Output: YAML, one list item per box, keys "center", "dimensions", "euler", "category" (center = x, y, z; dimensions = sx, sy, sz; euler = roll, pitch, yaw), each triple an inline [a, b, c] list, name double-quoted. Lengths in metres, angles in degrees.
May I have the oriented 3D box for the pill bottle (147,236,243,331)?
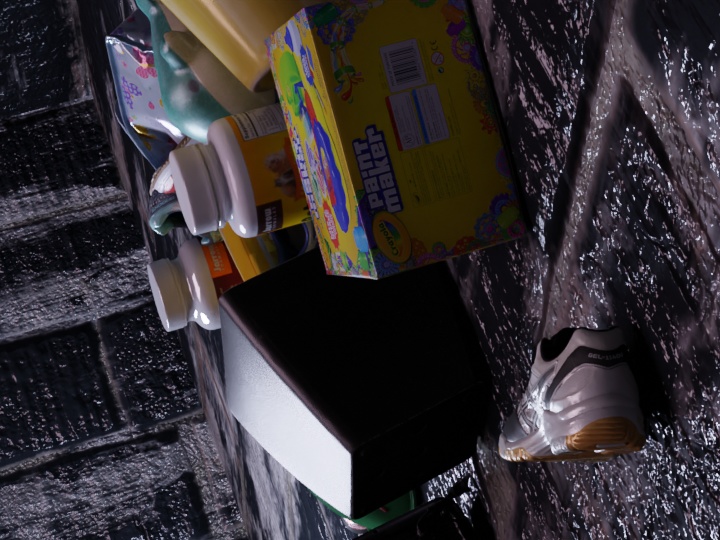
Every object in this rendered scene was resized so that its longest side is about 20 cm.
- center: [-0.148, 0.005, 2.004]
  dimensions: [0.113, 0.199, 0.114]
  euler: [163, 90, -78]
  category: "pill bottle"

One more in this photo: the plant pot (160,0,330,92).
- center: [-0.092, -0.268, 1.460]
  dimensions: [0.189, 0.200, 0.201]
  euler: [57, 167, 2]
  category: "plant pot"

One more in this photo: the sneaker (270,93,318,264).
- center: [-0.079, -0.092, 1.791]
  dimensions: [0.075, 0.088, 0.201]
  euler: [-18, 96, 36]
  category: "sneaker"

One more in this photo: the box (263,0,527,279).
- center: [0.022, -0.106, 1.281]
  dimensions: [0.193, 0.121, 0.201]
  euler: [-179, 73, -79]
  category: "box"

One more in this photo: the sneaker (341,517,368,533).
- center: [-0.023, 0.215, 2.041]
  dimensions: [0.108, 0.067, 0.202]
  euler: [103, 145, -65]
  category: "sneaker"

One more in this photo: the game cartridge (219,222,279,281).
- center: [-0.070, 0.016, 1.838]
  dimensions: [0.176, 0.032, 0.200]
  euler: [32, -163, -38]
  category: "game cartridge"

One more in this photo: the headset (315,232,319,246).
- center: [0.000, 0.000, 1.635]
  dimensions: [0.200, 0.093, 0.124]
  euler: [81, -171, -54]
  category: "headset"

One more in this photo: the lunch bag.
- center: [-0.209, -0.232, 1.989]
  dimensions: [0.127, 0.170, 0.201]
  euler: [16, 138, 23]
  category: "lunch bag"

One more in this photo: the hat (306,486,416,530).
- center: [-0.054, 0.236, 1.860]
  dimensions: [0.165, 0.175, 0.201]
  euler: [-19, 85, 62]
  category: "hat"

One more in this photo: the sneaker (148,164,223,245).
- center: [-0.154, -0.065, 1.961]
  dimensions: [0.078, 0.199, 0.087]
  euler: [77, -160, -57]
  category: "sneaker"

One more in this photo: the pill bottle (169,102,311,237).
- center: [-0.066, -0.096, 1.497]
  dimensions: [0.109, 0.199, 0.110]
  euler: [163, 90, -78]
  category: "pill bottle"

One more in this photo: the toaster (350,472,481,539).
- center: [0.054, 0.327, 1.582]
  dimensions: [0.181, 0.199, 0.119]
  euler: [61, 167, 19]
  category: "toaster"

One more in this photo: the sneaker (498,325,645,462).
- center: [0.145, 0.085, 1.135]
  dimensions: [0.200, 0.075, 0.088]
  euler: [138, 131, -73]
  category: "sneaker"

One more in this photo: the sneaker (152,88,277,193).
- center: [-0.144, -0.128, 1.892]
  dimensions: [0.112, 0.200, 0.071]
  euler: [41, -147, -11]
  category: "sneaker"

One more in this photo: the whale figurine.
- center: [-0.179, -0.218, 1.746]
  dimensions: [0.200, 0.104, 0.159]
  euler: [52, -164, 10]
  category: "whale figurine"

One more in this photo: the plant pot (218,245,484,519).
- center: [0.006, 0.097, 1.494]
  dimensions: [0.178, 0.199, 0.200]
  euler: [53, 159, 30]
  category: "plant pot"
